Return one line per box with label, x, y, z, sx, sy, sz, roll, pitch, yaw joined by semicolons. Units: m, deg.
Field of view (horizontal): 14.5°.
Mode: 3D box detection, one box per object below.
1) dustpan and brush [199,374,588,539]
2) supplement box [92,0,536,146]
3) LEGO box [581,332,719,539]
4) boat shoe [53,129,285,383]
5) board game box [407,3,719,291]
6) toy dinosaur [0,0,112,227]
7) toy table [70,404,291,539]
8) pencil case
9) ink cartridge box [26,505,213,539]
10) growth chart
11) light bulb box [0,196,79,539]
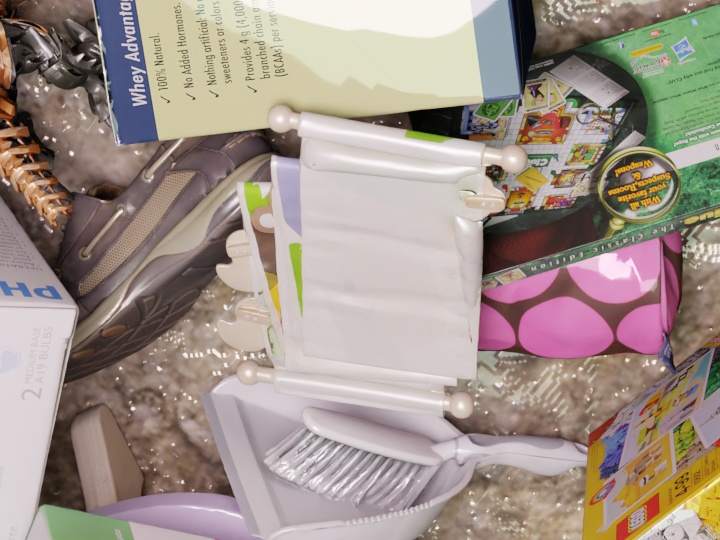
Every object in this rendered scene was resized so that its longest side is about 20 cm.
dustpan and brush;0.029;0.097;1.465;0.199;0.140;0.057;14;116;-24
supplement box;-0.027;-0.181;1.366;0.198;0.134;0.201;-6;105;8
LEGO box;0.188;0.099;1.389;0.149;0.200;0.077;-39;99;15
boat shoe;-0.117;-0.013;1.469;0.200;0.074;0.074;-39;73;20
board game box;0.130;-0.065;1.396;0.199;0.023;0.105;-16;68;1
toy dinosaur;-0.192;-0.093;1.406;0.102;0.135;0.201;-26;60;28
toy table;-0.110;0.170;1.488;0.199;0.117;0.185;-12;105;11
pencil case;0.064;0.007;1.440;0.198;0.091;0.094;2;143;8
ink cartridge box;-0.081;0.211;1.361;0.199;0.084;0.145;14;116;-23
growth chart;0.000;0.000;1.370;0.144;0.018;0.201;15;135;8
light bulb box;-0.240;0.062;1.405;0.124;0.200;0.199;2;114;-26
